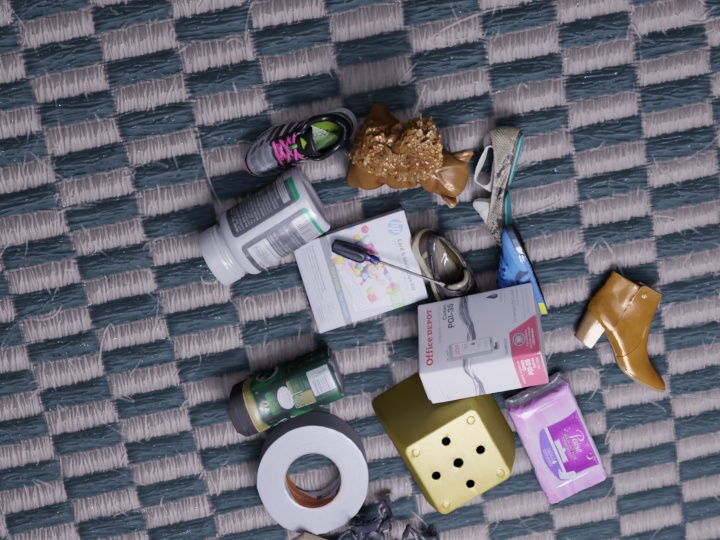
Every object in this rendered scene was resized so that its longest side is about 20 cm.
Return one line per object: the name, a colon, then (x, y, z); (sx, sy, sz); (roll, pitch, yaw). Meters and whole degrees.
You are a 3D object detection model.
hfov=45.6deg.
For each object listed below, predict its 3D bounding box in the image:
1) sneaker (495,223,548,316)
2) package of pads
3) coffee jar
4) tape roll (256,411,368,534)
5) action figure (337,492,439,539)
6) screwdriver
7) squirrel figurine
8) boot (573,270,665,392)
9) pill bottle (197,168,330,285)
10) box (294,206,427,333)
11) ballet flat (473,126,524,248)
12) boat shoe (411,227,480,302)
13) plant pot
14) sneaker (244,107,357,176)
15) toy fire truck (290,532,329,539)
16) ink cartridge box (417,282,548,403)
sneaker: (0.253, 0.013, 1.421); (0.077, 0.067, 0.202); (-16, 130, 13)
package of pads: (0.344, 0.294, 1.512); (0.118, 0.076, 0.203); (-25, 103, 4)
coffee jar: (-0.127, 0.206, 1.453); (0.196, 0.104, 0.087); (-22, 100, 3)
tape roll: (-0.083, 0.356, 1.509); (0.195, 0.066, 0.206); (-1, 102, -3)
action figure: (0.041, 0.470, 1.523); (0.198, 0.102, 0.120); (28, 106, -27)
screwdriver: (0.045, -0.007, 1.405); (0.196, 0.028, 0.029); (22, 146, -2)
squirrel figurine: (0.079, -0.168, 1.330); (0.183, 0.200, 0.144); (24, 94, 5)
boot: (0.481, 0.104, 1.478); (0.199, 0.071, 0.145); (34, 102, -4)
pill bottle: (-0.156, -0.067, 1.384); (0.197, 0.113, 0.115); (-30, 103, 7)
box: (0.000, 0.000, 1.447); (0.195, 0.041, 0.159); (-17, 103, 0)
ballet flat: (0.223, -0.138, 1.417); (0.073, 0.068, 0.205); (8, 109, 16)
boat shoe: (0.154, 0.018, 1.430); (0.073, 0.065, 0.201); (-44, 114, -10)
plant pot: (0.153, 0.286, 1.449); (0.197, 0.177, 0.203); (-30, 103, 3)
sneaker: (-0.097, -0.204, 1.371); (0.196, 0.088, 0.075); (-20, 103, 2)
toy fire truck: (-0.075, 0.556, 1.535); (0.174, 0.129, 0.202); (-33, 91, 5)
ink cartridge box: (0.194, 0.118, 1.382); (0.195, 0.149, 0.083); (-12, 136, 15)
